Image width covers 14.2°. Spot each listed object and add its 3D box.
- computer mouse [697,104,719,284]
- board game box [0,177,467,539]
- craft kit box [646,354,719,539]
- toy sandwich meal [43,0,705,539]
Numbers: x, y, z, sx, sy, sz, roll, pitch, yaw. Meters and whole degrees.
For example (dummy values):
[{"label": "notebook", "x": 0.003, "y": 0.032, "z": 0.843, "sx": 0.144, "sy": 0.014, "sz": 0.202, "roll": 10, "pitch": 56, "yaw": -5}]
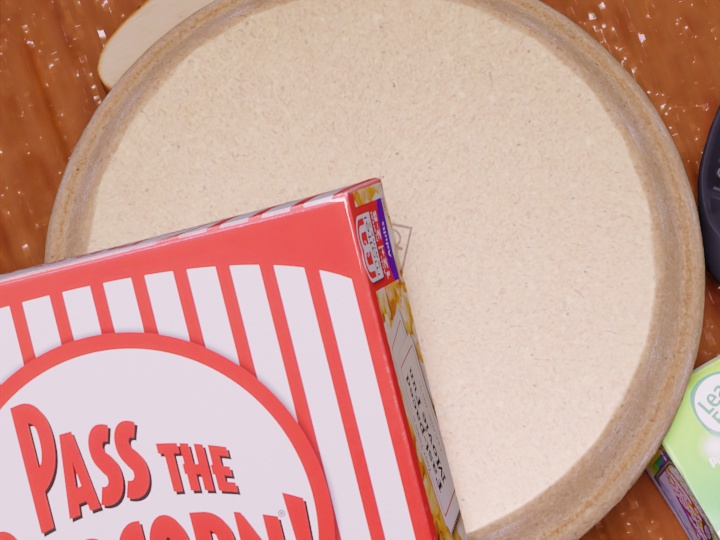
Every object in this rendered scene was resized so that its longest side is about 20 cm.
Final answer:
[{"label": "computer mouse", "x": 0.156, "y": -0.072, "z": 0.863, "sx": 0.058, "sy": 0.034, "sz": 0.200, "roll": 21, "pitch": 69, "yaw": 25}, {"label": "board game box", "x": -0.045, "y": 0.091, "z": 0.755, "sx": 0.151, "sy": 0.046, "sz": 0.201, "roll": -14, "pitch": 93, "yaw": 14}, {"label": "craft kit box", "x": 0.208, "y": 0.076, "z": 0.808, "sx": 0.199, "sy": 0.049, "sz": 0.198, "roll": -28, "pitch": 77, "yaw": -7}, {"label": "toy sandwich meal", "x": 0.000, "y": 0.000, "z": 0.824, "sx": 0.204, "sy": 0.070, "sz": 0.206, "roll": -1, "pitch": 77, "yaw": 3}]
